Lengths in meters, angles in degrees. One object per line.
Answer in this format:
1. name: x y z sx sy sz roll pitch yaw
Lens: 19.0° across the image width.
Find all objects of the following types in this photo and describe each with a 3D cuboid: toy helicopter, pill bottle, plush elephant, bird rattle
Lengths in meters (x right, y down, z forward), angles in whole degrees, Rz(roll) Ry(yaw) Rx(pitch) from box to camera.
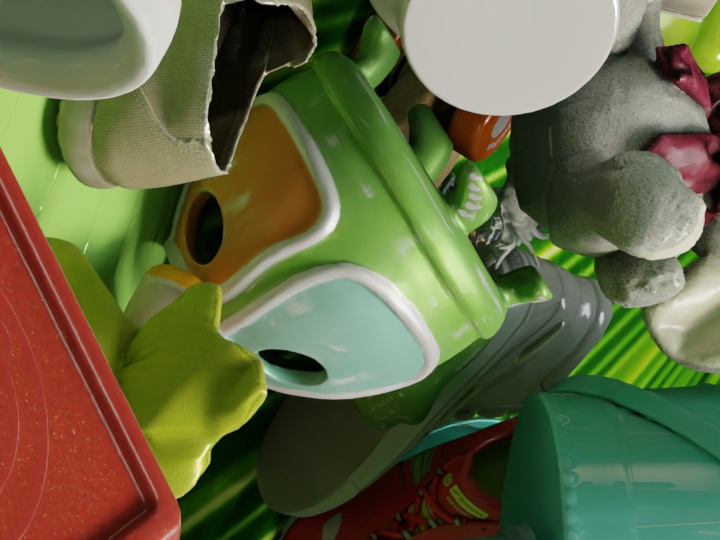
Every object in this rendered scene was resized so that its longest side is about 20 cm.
1. toy helicopter: -0.005 -0.026 1.060 0.200 0.079 0.132 -48 162 -26
2. pill bottle: 0.048 -0.153 0.864 0.200 0.108 0.109 -96 -173 -50
3. plush elephant: 0.152 -0.047 0.951 0.200 0.154 0.165 125 -32 -61
4. bird rattle: -0.099 0.082 0.841 0.163 0.112 0.200 -68 173 -66

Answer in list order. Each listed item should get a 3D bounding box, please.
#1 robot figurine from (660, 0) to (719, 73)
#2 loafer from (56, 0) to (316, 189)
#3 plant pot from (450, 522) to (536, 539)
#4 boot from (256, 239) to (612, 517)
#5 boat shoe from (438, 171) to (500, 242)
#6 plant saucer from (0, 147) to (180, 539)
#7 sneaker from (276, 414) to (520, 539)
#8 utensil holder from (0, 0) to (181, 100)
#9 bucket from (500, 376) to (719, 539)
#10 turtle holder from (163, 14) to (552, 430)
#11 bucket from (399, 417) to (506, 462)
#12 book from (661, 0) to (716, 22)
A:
1. robot figurine: 0.112 -0.155 1.096 0.200 0.175 0.116 -88 -159 -62
2. loafer: -0.045 -0.113 0.831 0.200 0.068 0.076 -65 161 -14
3. plant pot: -0.027 0.207 0.934 0.200 0.196 0.201 -177 -90 -85
4. boot: 0.040 0.065 1.089 0.095 0.074 0.200 17 132 -41
5. boat shoe: 0.045 -0.011 1.194 0.200 0.071 0.091 6 101 -77
6. plant saucer: -0.133 0.036 0.600 0.200 0.037 0.200 65 30 -6
7. sneaker: 0.039 0.120 1.110 0.200 0.077 0.085 -29 170 -13
8. utensil holder: -0.086 -0.168 0.513 0.200 0.170 0.170 -66 161 -14
9. bucket: 0.142 0.145 0.992 0.207 0.134 0.208 -177 -90 -84
10. turtle holder: -0.006 -0.010 0.944 0.132 0.141 0.186 -33 167 1
11. bucket: 0.051 0.178 1.242 0.207 0.134 0.208 20 90 -81
12. book: 0.118 -0.229 1.005 0.048 0.133 0.200 106 -3 -74
